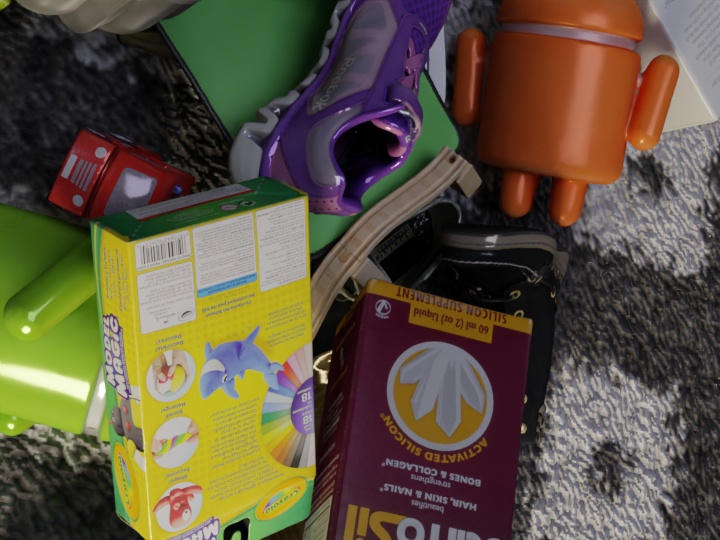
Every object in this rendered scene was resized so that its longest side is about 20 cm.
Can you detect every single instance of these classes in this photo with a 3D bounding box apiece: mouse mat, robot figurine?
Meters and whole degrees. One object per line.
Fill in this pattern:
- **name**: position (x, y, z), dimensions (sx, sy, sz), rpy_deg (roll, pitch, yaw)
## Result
- **mouse mat**: position (-0.031, -0.128, 0.896), dimensions (0.160, 0.008, 0.202), rpy_deg (-36, 100, -29)
- **robot figurine**: position (0.153, -0.137, 1.042), dimensions (0.116, 0.143, 0.203), rpy_deg (3, 98, -39)
- **robot figurine**: position (-0.181, 0.030, 0.805), dimensions (0.197, 0.176, 0.117), rpy_deg (17, 58, -9)

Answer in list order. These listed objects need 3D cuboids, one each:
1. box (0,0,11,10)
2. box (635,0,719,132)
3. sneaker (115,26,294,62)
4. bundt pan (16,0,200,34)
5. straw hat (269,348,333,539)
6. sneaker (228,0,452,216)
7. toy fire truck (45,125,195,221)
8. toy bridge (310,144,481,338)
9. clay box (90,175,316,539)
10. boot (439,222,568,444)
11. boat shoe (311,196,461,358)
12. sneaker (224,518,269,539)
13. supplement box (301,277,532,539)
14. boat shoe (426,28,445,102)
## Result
- **box**: position (-0.245, -0.273, 0.839), dimensions (0.121, 0.047, 0.203), rpy_deg (20, 77, -31)
- **box**: position (0.244, -0.237, 1.125), dimensions (0.152, 0.106, 0.201), rpy_deg (-44, 110, -28)
- **sneaker**: position (-0.074, -0.116, 0.933), dimensions (0.198, 0.077, 0.090), rpy_deg (17, 108, -19)
- **bundt pan**: position (-0.162, -0.219, 0.789), dimensions (0.200, 0.076, 0.204), rpy_deg (27, 46, -32)
- **straw hat**: position (0.021, 0.148, 0.965), dimensions (0.085, 0.198, 0.204), rpy_deg (-9, 93, -75)
- **sneaker**: position (0.009, -0.108, 0.844), dimensions (0.201, 0.088, 0.081), rpy_deg (-56, 138, -18)
- **toy fire truck**: position (-0.107, -0.034, 0.858), dimensions (0.140, 0.200, 0.049), rpy_deg (27, 93, -1)
- **toy bridge**: position (0.000, 0.000, 0.899), dimensions (0.200, 0.027, 0.067), rpy_deg (-49, 155, -2)
- **clay box**: position (-0.082, 0.060, 0.760), dimensions (0.114, 0.047, 0.203), rpy_deg (-16, 117, -36)
- **boot**: position (0.100, 0.047, 1.001), dimensions (0.200, 0.072, 0.153), rpy_deg (17, 80, -71)
- **boat shoe**: position (-0.006, 0.010, 0.972), dimensions (0.200, 0.063, 0.071), rpy_deg (-45, 111, -27)
- **sneaker**: position (-0.062, 0.196, 0.879), dimensions (0.077, 0.139, 0.202), rpy_deg (-31, 105, -30)
- **supplement box**: position (0.031, 0.121, 0.825), dimensions (0.109, 0.086, 0.203), rpy_deg (14, 64, -10)
- **boat shoe**: position (0.015, -0.203, 0.998), dimensions (0.067, 0.071, 0.203), rpy_deg (-9, 99, -35)
